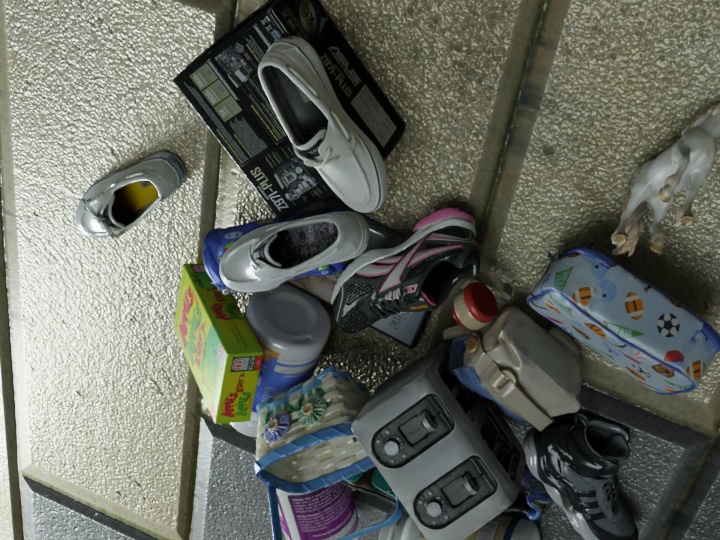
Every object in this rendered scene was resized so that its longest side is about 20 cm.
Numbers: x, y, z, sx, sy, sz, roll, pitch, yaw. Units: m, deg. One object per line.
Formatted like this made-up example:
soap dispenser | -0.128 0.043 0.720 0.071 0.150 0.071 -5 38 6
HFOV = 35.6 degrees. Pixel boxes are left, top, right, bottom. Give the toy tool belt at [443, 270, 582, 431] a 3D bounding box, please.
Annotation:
toy tool belt | 0.153 0.105 1.284 0.199 0.126 0.122 38 133 -21

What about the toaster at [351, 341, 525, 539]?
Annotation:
toaster | 0.095 0.199 1.298 0.118 0.200 0.182 -34 91 16

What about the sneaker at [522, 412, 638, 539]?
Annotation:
sneaker | 0.294 0.257 1.357 0.200 0.076 0.113 48 133 -8

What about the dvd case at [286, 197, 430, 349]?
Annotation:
dvd case | 0.000 0.000 1.358 0.197 0.018 0.144 27 131 7

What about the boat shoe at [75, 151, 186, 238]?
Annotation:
boat shoe | -0.306 -0.076 1.412 0.200 0.086 0.075 -21 113 36

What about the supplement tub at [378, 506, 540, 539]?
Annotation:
supplement tub | 0.130 0.389 1.493 0.196 0.145 0.147 6 126 23

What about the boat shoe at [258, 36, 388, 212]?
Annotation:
boat shoe | -0.039 -0.136 1.131 0.071 0.066 0.202 -12 117 32

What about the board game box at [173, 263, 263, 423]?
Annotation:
board game box | -0.181 0.087 1.396 0.047 0.201 0.103 -2 122 -26

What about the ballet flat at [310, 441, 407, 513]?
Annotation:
ballet flat | 0.013 0.262 1.444 0.198 0.068 0.069 31 159 19

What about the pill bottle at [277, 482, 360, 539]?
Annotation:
pill bottle | -0.070 0.297 1.549 0.110 0.113 0.203 3 125 25

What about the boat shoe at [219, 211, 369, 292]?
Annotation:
boat shoe | -0.086 -0.020 1.230 0.197 0.068 0.074 -8 85 31

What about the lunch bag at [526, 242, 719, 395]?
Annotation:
lunch bag | 0.272 0.051 1.188 0.199 0.076 0.160 36 172 1

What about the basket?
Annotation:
basket | -0.045 0.235 1.348 0.174 0.203 0.139 -28 151 17

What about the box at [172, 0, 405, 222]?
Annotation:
box | -0.076 -0.180 1.219 0.162 0.086 0.201 -26 109 37

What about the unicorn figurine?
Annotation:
unicorn figurine | 0.311 -0.094 1.075 0.074 0.139 0.199 40 147 -19

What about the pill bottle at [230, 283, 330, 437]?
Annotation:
pill bottle | -0.116 0.123 1.444 0.111 0.112 0.202 28 131 5

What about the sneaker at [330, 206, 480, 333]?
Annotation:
sneaker | 0.050 0.015 1.249 0.199 0.087 0.080 -39 132 22

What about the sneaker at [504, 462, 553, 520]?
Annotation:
sneaker | 0.158 0.266 1.432 0.196 0.079 0.076 6 126 23

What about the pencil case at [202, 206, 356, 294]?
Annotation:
pencil case | -0.097 -0.021 1.322 0.197 0.088 0.078 -9 154 30
